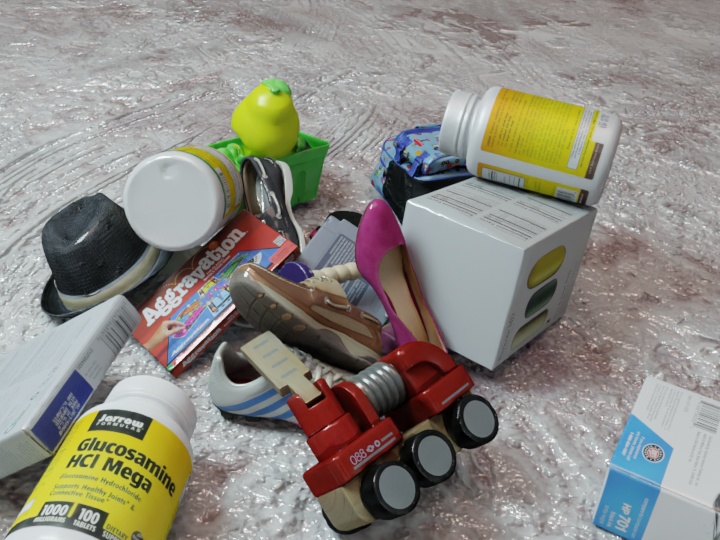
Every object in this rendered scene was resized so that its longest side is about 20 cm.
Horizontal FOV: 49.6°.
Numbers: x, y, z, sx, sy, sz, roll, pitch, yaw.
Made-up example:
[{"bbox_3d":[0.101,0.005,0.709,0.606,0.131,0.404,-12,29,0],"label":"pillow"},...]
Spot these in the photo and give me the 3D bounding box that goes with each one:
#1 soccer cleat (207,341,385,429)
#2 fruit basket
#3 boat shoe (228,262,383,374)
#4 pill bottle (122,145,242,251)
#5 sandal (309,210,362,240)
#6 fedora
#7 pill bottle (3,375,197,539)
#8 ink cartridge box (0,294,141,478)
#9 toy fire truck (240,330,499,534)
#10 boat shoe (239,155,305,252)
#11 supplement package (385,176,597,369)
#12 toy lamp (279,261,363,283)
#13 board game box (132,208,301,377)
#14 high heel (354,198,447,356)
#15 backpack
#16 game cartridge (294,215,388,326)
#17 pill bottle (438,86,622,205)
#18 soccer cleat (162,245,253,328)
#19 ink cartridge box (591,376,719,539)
[{"bbox_3d":[-0.058,0.116,0.791,0.200,0.086,0.070,4,33,0],"label":"soccer cleat"},{"bbox_3d":[-0.151,-0.185,1.129,0.215,0.216,0.155,-24,34,-35],"label":"fruit basket"},{"bbox_3d":[-0.051,0.042,0.799,0.076,0.200,0.072,-11,53,41],"label":"boat shoe"},{"bbox_3d":[-0.205,-0.095,0.949,0.113,0.113,0.200,4,13,1],"label":"pill bottle"},{"bbox_3d":[-0.037,-0.045,1.076,0.075,0.045,0.200,8,33,6],"label":"sandal"},{"bbox_3d":[-0.320,-0.033,0.943,0.200,0.092,0.201,-15,32,10],"label":"fedora"},{"bbox_3d":[-0.206,0.184,0.649,0.112,0.113,0.200,6,33,4],"label":"pill bottle"},{"bbox_3d":[-0.326,0.126,0.747,0.200,0.043,0.196,-26,25,24],"label":"ink cartridge box"},{"bbox_3d":[-0.004,0.117,0.721,0.176,0.129,0.200,-28,82,-39],"label":"toy fire truck"},{"bbox_3d":[-0.118,-0.064,1.014,0.060,0.074,0.200,12,58,-39],"label":"boat shoe"},{"bbox_3d":[0.156,-0.010,0.921,0.151,0.152,0.200,26,30,30],"label":"supplement package"},{"bbox_3d":[0.000,0.000,0.907,0.200,0.058,0.058,-16,37,-42],"label":"toy lamp"},{"bbox_3d":[-0.172,0.021,0.901,0.103,0.019,0.200,33,71,34],"label":"board game box"},{"bbox_3d":[0.054,0.021,0.835,0.067,0.200,0.096,-33,34,-33],"label":"high heel"},{"bbox_3d":[0.112,-0.155,1.182,0.182,0.135,0.200,-8,32,-19],"label":"backpack"},{"bbox_3d":[-0.021,0.020,0.942,0.133,0.041,0.200,31,38,2],"label":"game cartridge"},{"bbox_3d":[0.199,-0.153,0.927,0.200,0.109,0.109,17,35,13],"label":"pill bottle"},{"bbox_3d":[-0.164,0.022,0.946,0.200,0.069,0.078,18,38,15],"label":"soccer cleat"},{"bbox_3d":[0.333,0.198,0.705,0.200,0.086,0.146,21,38,23],"label":"ink cartridge box"}]
